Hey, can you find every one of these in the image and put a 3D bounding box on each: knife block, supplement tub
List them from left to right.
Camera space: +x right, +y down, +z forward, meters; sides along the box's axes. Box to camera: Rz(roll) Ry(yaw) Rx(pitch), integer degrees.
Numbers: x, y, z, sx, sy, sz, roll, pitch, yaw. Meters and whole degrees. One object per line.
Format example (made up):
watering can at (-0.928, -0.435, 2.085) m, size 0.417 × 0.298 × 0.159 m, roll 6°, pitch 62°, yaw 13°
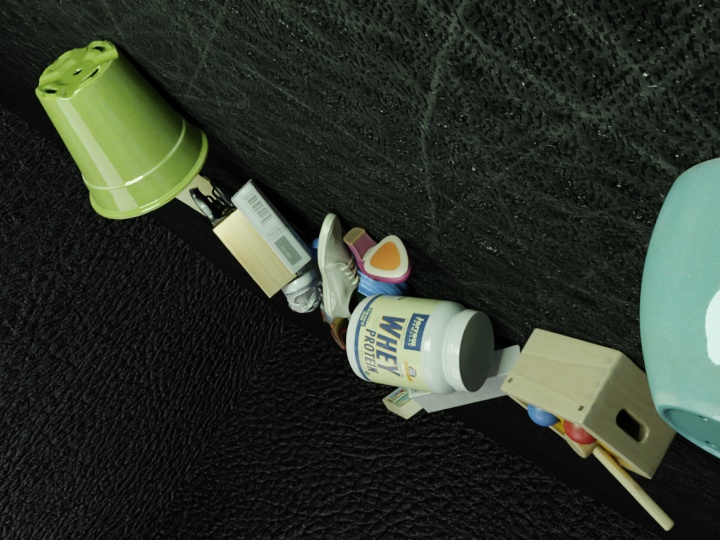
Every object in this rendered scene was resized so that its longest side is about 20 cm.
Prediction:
knife block at (-0.208, -0.067, 1.231) m, size 0.200 × 0.064 × 0.176 m, roll 55°, pitch -174°, yaw 38°
supplement tub at (0.094, 0.116, 1.131) m, size 0.199 × 0.146 × 0.145 m, roll 4°, pitch 154°, yaw 35°

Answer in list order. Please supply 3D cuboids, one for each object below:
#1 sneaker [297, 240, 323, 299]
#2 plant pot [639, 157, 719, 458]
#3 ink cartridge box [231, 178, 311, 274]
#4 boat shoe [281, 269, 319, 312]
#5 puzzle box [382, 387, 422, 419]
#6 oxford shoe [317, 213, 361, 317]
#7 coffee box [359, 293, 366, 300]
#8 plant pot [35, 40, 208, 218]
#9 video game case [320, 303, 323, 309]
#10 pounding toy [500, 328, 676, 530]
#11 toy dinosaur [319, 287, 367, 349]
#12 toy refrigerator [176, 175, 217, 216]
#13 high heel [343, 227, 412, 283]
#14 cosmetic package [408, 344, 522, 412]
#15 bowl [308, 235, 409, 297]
sneaker at (-0.071, 0.001, 1.445) m, size 0.081 × 0.075 × 0.200 m, roll 7°, pitch 158°, yaw 25°
plant pot at (0.250, 0.047, 0.424) m, size 0.200 × 0.135 × 0.200 m, roll 32°, pitch 170°, yaw 6°
ink cartridge box at (-0.151, -0.087, 1.255) m, size 0.163 × 0.057 × 0.200 m, roll 51°, pitch -172°, yaw -13°
boat shoe at (-0.102, 0.044, 1.331) m, size 0.066 × 0.073 × 0.200 m, roll 61°, pitch 175°, yaw 3°
puzzle box at (0.141, 0.204, 1.358) m, size 0.025 × 0.200 × 0.133 m, roll 57°, pitch 167°, yaw -5°
oxford shoe at (-0.029, -0.004, 1.130) m, size 0.057 × 0.075 × 0.201 m, roll 10°, pitch 131°, yaw 19°
coffee box at (-0.009, 0.063, 1.583) m, size 0.200 × 0.044 × 0.123 m, roll 24°, pitch 169°, yaw 44°
plant pot at (-0.347, -0.211, 1.015) m, size 0.200 × 0.200 × 0.190 m, roll 25°, pitch 154°, yaw 38°
video game case at (0.020, 0.121, 1.622) m, size 0.182 × 0.023 × 0.200 m, roll 18°, pitch -177°, yaw -22°
pounding toy at (0.314, 0.201, 0.938) m, size 0.200 × 0.142 × 0.184 m, roll 38°, pitch 169°, yaw -25°
toy dinosaur at (-0.052, 0.095, 1.399) m, size 0.105 × 0.201 × 0.182 m, roll 19°, pitch 145°, yaw 4°
toy refrigerator at (-0.304, -0.145, 1.459) m, size 0.200 × 0.070 × 0.076 m, roll 32°, pitch 177°, yaw 11°
high heel at (0.041, 0.000, 1.028) m, size 0.096 × 0.067 × 0.200 m, roll 49°, pitch 169°, yaw -26°
cosmetic package at (0.186, 0.184, 1.207) m, size 0.199 × 0.051 × 0.083 m, roll -18°, pitch 142°, yaw 22°
bowl at (0.000, 0.000, 1.267) m, size 0.200 × 0.039 × 0.201 m, roll 32°, pitch 170°, yaw 6°
